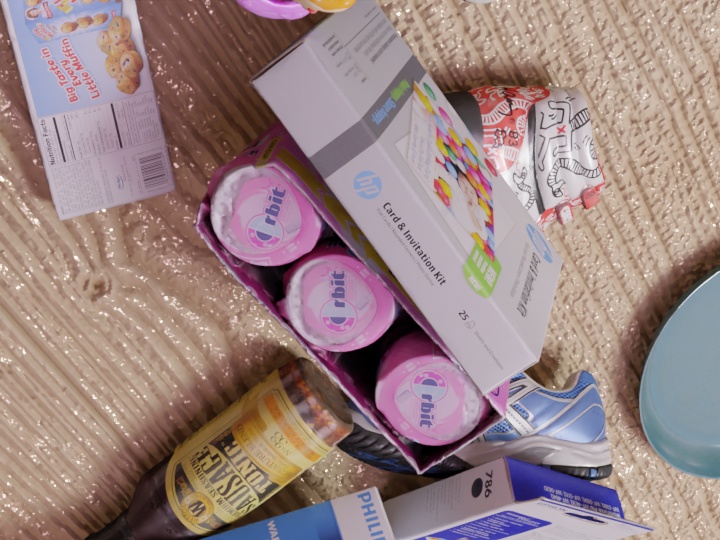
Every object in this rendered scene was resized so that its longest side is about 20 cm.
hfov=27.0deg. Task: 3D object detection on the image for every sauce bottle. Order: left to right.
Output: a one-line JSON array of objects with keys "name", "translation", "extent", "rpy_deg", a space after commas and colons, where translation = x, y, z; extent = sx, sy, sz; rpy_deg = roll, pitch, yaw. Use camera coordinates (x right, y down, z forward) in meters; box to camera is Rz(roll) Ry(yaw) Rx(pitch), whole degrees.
[{"name": "sauce bottle", "translation": [-0.097, 0.138, 0.973], "extent": [0.200, 0.066, 0.066], "rpy_deg": [-40, 124, 9]}]

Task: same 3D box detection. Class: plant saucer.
[{"name": "plant saucer", "translation": [0.288, 0.063, 1.092], "extent": [0.198, 0.027, 0.202], "rpy_deg": [-9, 122, -14]}]

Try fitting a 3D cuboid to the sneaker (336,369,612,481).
[{"name": "sneaker", "translation": [0.074, 0.102, 1.021], "extent": [0.197, 0.076, 0.078], "rpy_deg": [5, 78, -12]}]

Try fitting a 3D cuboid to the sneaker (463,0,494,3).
[{"name": "sneaker", "translation": [0.072, -0.240, 0.797], "extent": [0.075, 0.088, 0.202], "rpy_deg": [-6, 120, -14]}]

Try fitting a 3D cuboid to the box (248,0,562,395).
[{"name": "box", "translation": [0.032, -0.049, 0.810], "extent": [0.041, 0.156, 0.201], "rpy_deg": [-32, 99, 21]}]

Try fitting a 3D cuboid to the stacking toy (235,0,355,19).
[{"name": "stacking toy", "translation": [-0.040, -0.166, 0.731], "extent": [0.115, 0.200, 0.111], "rpy_deg": [12, 115, -26]}]

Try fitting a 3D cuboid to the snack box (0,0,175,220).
[{"name": "snack box", "translation": [-0.155, -0.126, 0.820], "extent": [0.071, 0.024, 0.202], "rpy_deg": [-15, 123, -10]}]

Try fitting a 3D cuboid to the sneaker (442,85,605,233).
[{"name": "sneaker", "translation": [0.099, -0.021, 0.949], "extent": [0.107, 0.067, 0.204], "rpy_deg": [-9, 119, -12]}]

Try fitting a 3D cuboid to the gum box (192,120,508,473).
[{"name": "gum box", "translation": [0.000, 0.000, 0.849], "extent": [0.066, 0.114, 0.200], "rpy_deg": [-37, 103, 23]}]

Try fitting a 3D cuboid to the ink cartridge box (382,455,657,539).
[{"name": "ink cartridge box", "translation": [0.098, 0.165, 1.007], "extent": [0.099, 0.040, 0.199], "rpy_deg": [20, 153, -28]}]

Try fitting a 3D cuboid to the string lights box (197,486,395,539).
[{"name": "string lights box", "translation": [-0.074, 0.215, 0.977], "extent": [0.198, 0.059, 0.103], "rpy_deg": [-16, 145, -8]}]
